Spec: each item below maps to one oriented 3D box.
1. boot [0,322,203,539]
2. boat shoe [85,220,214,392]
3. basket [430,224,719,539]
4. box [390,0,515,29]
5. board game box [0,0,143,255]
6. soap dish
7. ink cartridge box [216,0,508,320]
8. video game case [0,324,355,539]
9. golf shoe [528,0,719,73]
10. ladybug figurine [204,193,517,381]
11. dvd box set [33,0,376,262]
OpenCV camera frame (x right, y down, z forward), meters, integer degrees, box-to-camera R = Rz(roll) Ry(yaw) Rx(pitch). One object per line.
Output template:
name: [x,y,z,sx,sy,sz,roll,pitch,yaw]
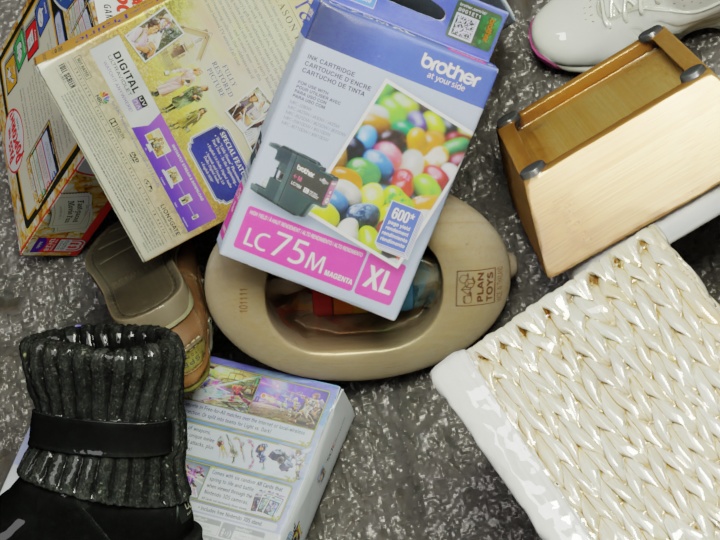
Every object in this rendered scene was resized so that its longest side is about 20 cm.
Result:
boot: [-0.199,0.116,1.457,0.210,0.079,0.158,-9,108,3]
boat shoe: [-0.134,0.019,1.562,0.072,0.068,0.200,-23,23,6]
basket: [0.171,0.109,1.388,0.161,0.198,0.200,-38,66,2]
box: [-0.021,-0.167,1.567,0.200,0.107,0.148,-35,24,4]
board game box: [-0.190,-0.121,1.602,0.046,0.200,0.152,0,65,-28]
soap dish: [0.162,-0.074,1.465,0.157,0.200,0.081,-30,105,5]
ink cartridge box: [0.003,-0.083,1.453,0.119,0.042,0.200,21,98,-9]
video game case: [-0.127,0.141,1.544,0.199,0.045,0.182,12,65,21]
golf shoe: [0.199,-0.185,1.548,0.199,0.092,0.076,-16,67,14]
ladybug figurine: [0.000,0.000,1.533,0.199,0.072,0.136,0,112,-4]
dvd box set: [-0.080,-0.113,1.476,0.200,0.147,0.029,-28,23,0]
